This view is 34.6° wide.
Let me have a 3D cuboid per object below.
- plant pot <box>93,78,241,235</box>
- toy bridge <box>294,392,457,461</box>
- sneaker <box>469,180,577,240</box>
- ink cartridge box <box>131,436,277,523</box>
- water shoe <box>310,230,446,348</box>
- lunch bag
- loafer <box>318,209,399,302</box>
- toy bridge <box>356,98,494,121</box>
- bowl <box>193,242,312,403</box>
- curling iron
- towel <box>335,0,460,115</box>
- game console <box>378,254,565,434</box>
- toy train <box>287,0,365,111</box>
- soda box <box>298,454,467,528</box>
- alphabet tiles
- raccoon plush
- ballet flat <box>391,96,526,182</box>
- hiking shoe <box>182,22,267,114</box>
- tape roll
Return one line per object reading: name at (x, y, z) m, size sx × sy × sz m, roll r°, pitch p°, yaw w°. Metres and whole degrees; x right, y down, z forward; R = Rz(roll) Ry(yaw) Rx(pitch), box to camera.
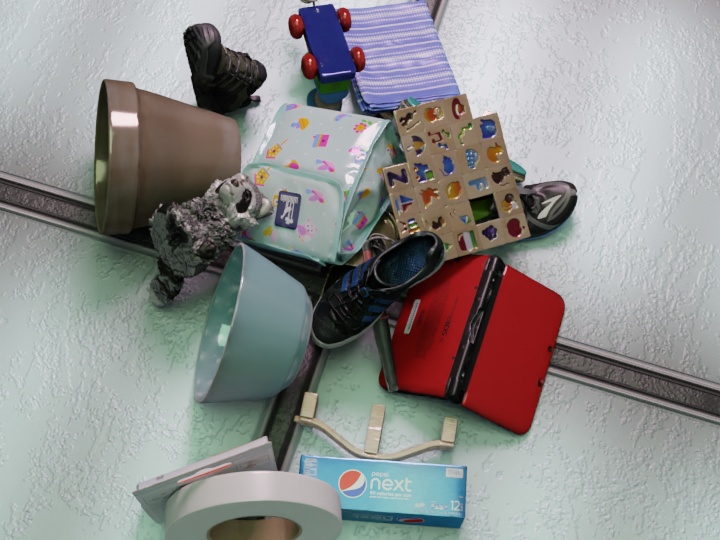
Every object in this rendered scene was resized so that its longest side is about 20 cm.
plant pot at (-0.251, -0.144, 1.505) m, size 0.173 × 0.200 × 0.200 m, roll 1°, pitch 66°, yaw -19°
toy bridge at (0.017, 0.200, 1.428) m, size 0.200 × 0.027 × 0.067 m, roll 9°, pitch 68°, yaw 4°
sneaker at (0.193, -0.081, 1.526) m, size 0.199 × 0.083 × 0.071 m, roll -9°, pitch 68°, yaw -5°
ink cartridge box at (-0.179, 0.229, 1.328) m, size 0.162 × 0.200 × 0.050 m, roll -19°, pitch 68°, yaw -9°
water shoe at (0.012, 0.016, 1.397) m, size 0.200 × 0.079 × 0.072 m, roll -40°, pitch 77°, yaw 4°
lunch bag at (-0.058, -0.105, 1.495) m, size 0.170 × 0.122 × 0.200 m, roll 15°, pitch 63°, yaw 27°
loafer at (0.000, 0.000, 1.498) m, size 0.076 × 0.067 × 0.200 m, roll 20°, pitch 69°, yaw 7°
toy bridge at (0.088, -0.216, 1.611) m, size 0.200 × 0.027 × 0.067 m, roll 19°, pitch 69°, yaw 7°
bowl at (-0.126, 0.077, 1.414) m, size 0.105 × 0.201 × 0.201 m, roll 17°, pitch 67°, yaw -15°
curling iron at (0.032, 0.051, 1.443) m, size 0.050 × 0.026 × 0.200 m, roll -4°, pitch 82°, yaw 5°
towel at (0.049, -0.304, 1.628) m, size 0.145 × 0.024 × 0.200 m, roll -9°, pitch 58°, yaw -11°
game console at (0.144, 0.091, 1.490) m, size 0.172 × 0.119 × 0.200 m, roll 4°, pitch 63°, yaw 35°
toy train at (-0.061, -0.319, 1.610) m, size 0.085 × 0.116 × 0.200 m, roll -11°, pitch 63°, yaw -14°
soda box at (0.025, 0.265, 1.388) m, size 0.200 × 0.068 × 0.064 m, roll 5°, pitch 67°, yaw 1°
alphabet tiles at (0.114, -0.118, 1.473) m, size 0.167 × 0.008 × 0.200 m, roll -15°, pitch 91°, yaw -11°
raccoon plush at (-0.199, -0.048, 1.469) m, size 0.134 × 0.200 × 0.097 m, roll -32°, pitch 86°, yaw -38°
ballet flat at (0.127, -0.158, 1.566) m, size 0.200 × 0.072 × 0.072 m, roll 30°, pitch 69°, yaw -9°
hiking shoe at (-0.177, -0.273, 1.537) m, size 0.101 × 0.200 × 0.076 m, roll -15°, pitch 74°, yaw -9°
tape roll at (-0.120, 0.281, 1.306) m, size 0.203 × 0.203 × 0.037 m, roll -4°, pitch 58°, yaw -3°
